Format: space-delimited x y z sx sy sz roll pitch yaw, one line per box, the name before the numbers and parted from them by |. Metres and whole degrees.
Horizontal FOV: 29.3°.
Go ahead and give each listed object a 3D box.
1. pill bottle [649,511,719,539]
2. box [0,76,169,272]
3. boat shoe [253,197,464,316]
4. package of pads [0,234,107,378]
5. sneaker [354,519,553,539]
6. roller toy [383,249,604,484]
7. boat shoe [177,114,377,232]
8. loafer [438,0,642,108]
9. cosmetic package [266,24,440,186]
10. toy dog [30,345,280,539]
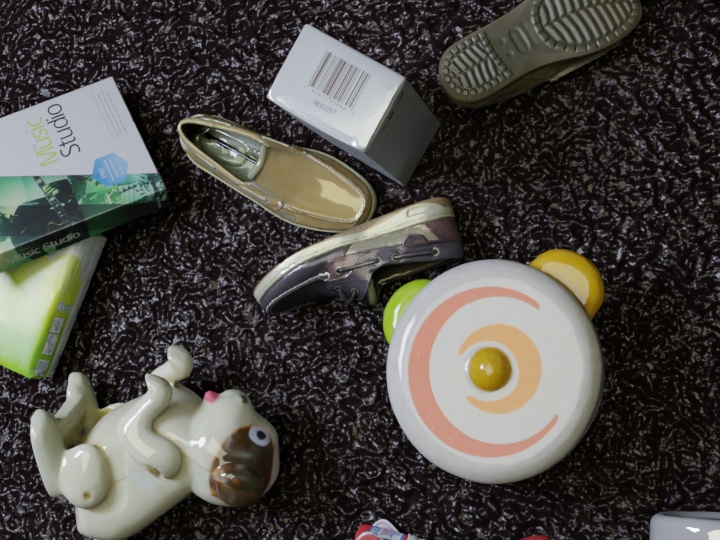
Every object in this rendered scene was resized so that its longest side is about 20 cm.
pill bottle | 0.293 0.303 1.124 0.112 0.114 0.204 0 85 12
box | -0.294 -0.086 1.275 0.198 0.037 0.145 -24 62 -12
boat shoe | 0.000 0.000 1.240 0.198 0.072 0.066 -24 74 3
package of pads | -0.356 -0.005 1.318 0.198 0.068 0.157 22 91 12
sneaker | 0.067 0.251 1.200 0.198 0.071 0.114 -30 82 10
roller toy | 0.118 0.086 1.170 0.197 0.140 0.186 -10 83 10
boat shoe | -0.081 -0.089 1.263 0.197 0.076 0.073 20 88 13
loafer | 0.156 -0.204 1.232 0.197 0.067 0.077 -23 83 -7
cosmetic package | -0.001 -0.137 1.187 0.101 0.200 0.075 31 91 14
toy dog | -0.170 0.169 1.228 0.197 0.140 0.197 -9 95 11
